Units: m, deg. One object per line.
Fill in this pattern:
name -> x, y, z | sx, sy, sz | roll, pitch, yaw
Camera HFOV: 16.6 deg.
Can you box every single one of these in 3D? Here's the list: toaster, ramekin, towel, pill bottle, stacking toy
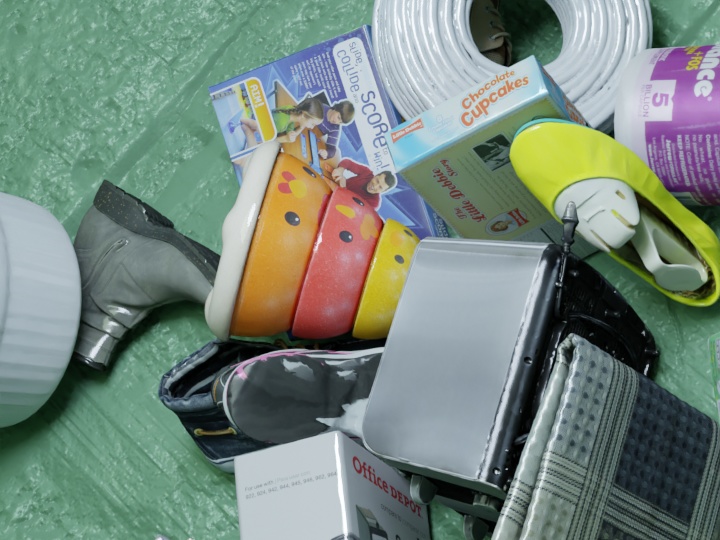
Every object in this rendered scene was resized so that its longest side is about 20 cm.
toaster -> 0.105, 0.077, 1.639 | 0.118, 0.181, 0.200 | 6, 71, 32
ramekin -> -0.303, 0.029, 1.898 | 0.200, 0.098, 0.201 | -13, 72, 45
towel -> 0.165, 0.168, 1.567 | 0.035, 0.192, 0.200 | -3, 63, 49
pill bottle -> 0.283, -0.100, 1.672 | 0.200, 0.112, 0.112 | 0, 67, 28
stacking toy -> 0.000, 0.000, 1.742 | 0.200, 0.146, 0.146 | 15, 72, -1

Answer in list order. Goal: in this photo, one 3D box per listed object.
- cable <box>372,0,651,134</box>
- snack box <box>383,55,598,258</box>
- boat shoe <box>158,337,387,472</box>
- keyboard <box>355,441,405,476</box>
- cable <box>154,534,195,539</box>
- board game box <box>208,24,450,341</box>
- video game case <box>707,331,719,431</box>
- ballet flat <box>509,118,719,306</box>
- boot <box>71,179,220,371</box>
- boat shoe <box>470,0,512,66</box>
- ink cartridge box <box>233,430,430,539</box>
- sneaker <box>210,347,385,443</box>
cable -> 0.108, -0.171, 1.764 | 0.200, 0.069, 0.200 | 36, 76, -1
snack box -> 0.112, -0.062, 1.691 | 0.116, 0.200, 0.037 | -27, 55, 14
boat shoe -> -0.044, 0.079, 1.765 | 0.200, 0.091, 0.071 | -24, 44, 17
keyboard -> 0.008, 0.134, 1.769 | 0.200, 0.011, 0.056 | -39, 55, 7
cable -> -0.151, 0.297, 1.739 | 0.200, 0.069, 0.200 | -49, 54, -1
board game box -> -0.019, -0.063, 1.813 | 0.135, 0.034, 0.200 | -19, 85, 19
video game case -> 0.269, 0.122, 1.520 | 0.022, 0.182, 0.200 | -3, 79, -16
ballet flat -> 0.178, -0.033, 1.642 | 0.067, 0.200, 0.067 | -36, 42, 25
boot -> -0.169, 0.026, 1.892 | 0.200, 0.068, 0.131 | 34, 92, 41
boat shoe -> 0.081, -0.169, 1.843 | 0.072, 0.076, 0.200 | 17, 85, 29
ink cartridge box -> -0.011, 0.226, 1.648 | 0.084, 0.145, 0.200 | -16, 62, 20
sneaker -> -0.012, 0.082, 1.705 | 0.086, 0.200, 0.081 | 12, 91, 64
